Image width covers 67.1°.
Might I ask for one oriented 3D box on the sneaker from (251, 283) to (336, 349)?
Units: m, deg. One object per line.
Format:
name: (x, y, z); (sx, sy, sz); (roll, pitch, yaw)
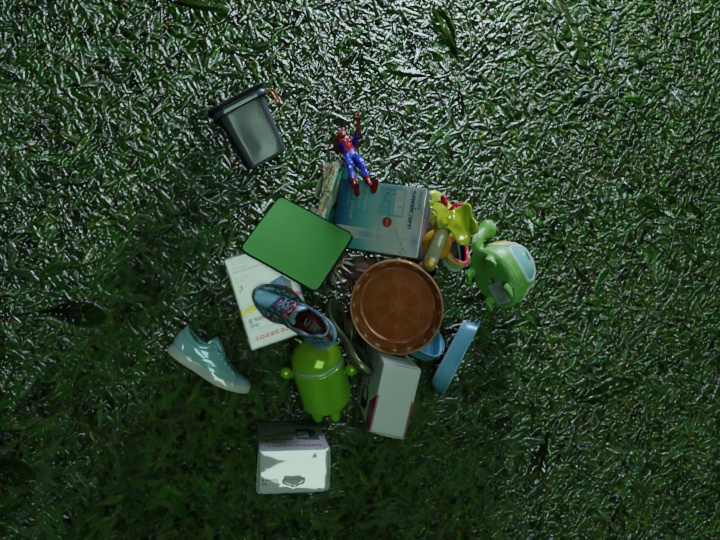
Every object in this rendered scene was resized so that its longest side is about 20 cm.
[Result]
sneaker: (-0.133, 0.080, 1.090); (0.197, 0.096, 0.080); (29, 76, 7)

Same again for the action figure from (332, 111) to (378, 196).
action figure: (-0.015, -0.261, 1.159); (0.064, 0.202, 0.100); (-10, 137, -15)

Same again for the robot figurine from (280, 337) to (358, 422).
robot figurine: (-0.085, 0.230, 1.180); (0.171, 0.116, 0.204); (-5, 116, 15)

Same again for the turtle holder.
turtle holder: (0.325, -0.010, 1.274); (0.130, 0.142, 0.186); (-29, 59, -26)

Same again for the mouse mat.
mouse mat: (-0.133, -0.060, 1.143); (0.197, 0.008, 0.162); (27, 64, 13)

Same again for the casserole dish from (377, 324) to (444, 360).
casserole dish: (0.102, 0.138, 1.239); (0.197, 0.122, 0.039); (29, 123, -12)

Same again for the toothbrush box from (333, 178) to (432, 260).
toothbrush box: (0.048, -0.110, 1.188); (0.195, 0.085, 0.150); (10, 90, 15)

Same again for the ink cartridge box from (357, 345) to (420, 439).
ink cartridge box: (0.056, 0.252, 1.179); (0.081, 0.200, 0.149); (12, 93, -9)

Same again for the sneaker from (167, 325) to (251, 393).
sneaker: (-0.312, 0.191, 1.171); (0.198, 0.074, 0.083); (33, 89, -11)

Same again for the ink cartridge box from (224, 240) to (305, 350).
ink cartridge box: (-0.199, 0.052, 1.182); (0.142, 0.087, 0.205); (-16, 96, -11)

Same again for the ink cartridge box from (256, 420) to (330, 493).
ink cartridge box: (-0.146, 0.385, 1.138); (0.142, 0.200, 0.090); (1, 92, -11)

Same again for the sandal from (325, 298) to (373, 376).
sandal: (-0.014, 0.139, 1.188); (0.057, 0.079, 0.203); (-42, 55, 13)

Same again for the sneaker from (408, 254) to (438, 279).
sneaker: (0.128, -0.062, 1.244); (0.074, 0.085, 0.203); (-32, 98, -9)

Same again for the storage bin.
storage bin: (-0.219, -0.294, 1.121); (0.144, 0.200, 0.136); (-30, 108, -8)

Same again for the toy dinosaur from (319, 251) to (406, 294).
toy dinosaur: (0.000, 0.000, 1.185); (0.195, 0.136, 0.088); (0, 80, 9)

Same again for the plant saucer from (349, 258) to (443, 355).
plant saucer: (0.076, 0.075, 1.137); (0.195, 0.032, 0.205); (3, 104, 10)

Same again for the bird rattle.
bird rattle: (0.162, -0.080, 1.133); (0.111, 0.200, 0.166); (23, 95, -4)

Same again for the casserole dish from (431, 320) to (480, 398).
casserole dish: (0.215, 0.197, 1.252); (0.038, 0.121, 0.203); (27, 86, 11)

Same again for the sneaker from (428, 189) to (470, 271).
sneaker: (0.206, -0.095, 1.256); (0.077, 0.090, 0.203); (-27, 96, -8)

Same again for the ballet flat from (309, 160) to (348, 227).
ballet flat: (-0.078, -0.148, 1.218); (0.063, 0.076, 0.205); (13, 84, 20)
